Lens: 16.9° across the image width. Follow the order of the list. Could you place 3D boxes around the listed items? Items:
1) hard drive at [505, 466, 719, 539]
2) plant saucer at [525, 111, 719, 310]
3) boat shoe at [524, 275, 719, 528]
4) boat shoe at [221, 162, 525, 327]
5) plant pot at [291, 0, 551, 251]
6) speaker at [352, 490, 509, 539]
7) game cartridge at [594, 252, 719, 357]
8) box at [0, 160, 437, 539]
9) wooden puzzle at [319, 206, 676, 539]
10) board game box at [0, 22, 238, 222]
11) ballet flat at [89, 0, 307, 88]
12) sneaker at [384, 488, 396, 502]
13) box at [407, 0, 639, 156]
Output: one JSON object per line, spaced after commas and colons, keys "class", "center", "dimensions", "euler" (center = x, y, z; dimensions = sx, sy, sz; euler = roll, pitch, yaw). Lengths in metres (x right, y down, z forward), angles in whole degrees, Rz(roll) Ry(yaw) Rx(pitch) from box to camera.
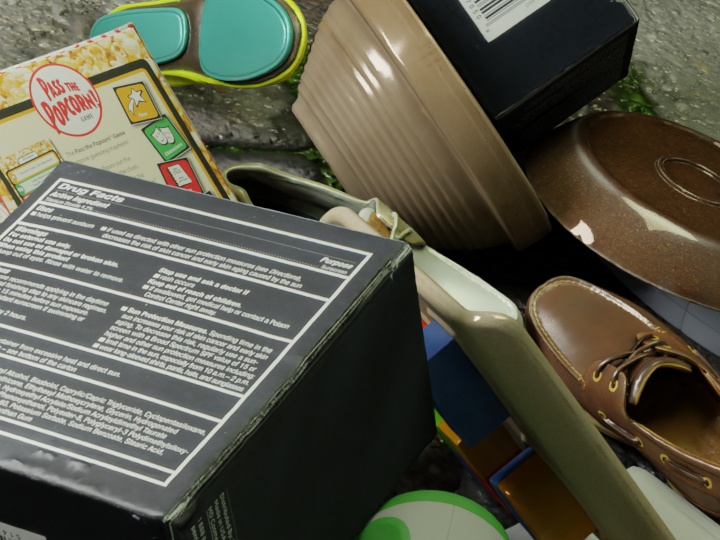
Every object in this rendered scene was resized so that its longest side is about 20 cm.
{"class": "hard drive", "center": [0.122, 0.172, 1.215], "dimensions": [0.200, 0.026, 0.132], "euler": [-21, 47, -42]}
{"class": "plant saucer", "center": [0.197, -0.041, 1.468], "dimensions": [0.200, 0.035, 0.200], "euler": [20, 26, -10]}
{"class": "boat shoe", "center": [0.162, 0.063, 1.330], "dimensions": [0.072, 0.068, 0.200], "euler": [-36, 55, -11]}
{"class": "boat shoe", "center": [0.000, 0.000, 1.374], "dimensions": [0.200, 0.068, 0.075], "euler": [19, 47, 11]}
{"class": "plant pot", "center": [0.024, -0.081, 1.460], "dimensions": [0.093, 0.201, 0.201], "euler": [-35, 44, 2]}
{"class": "speaker", "center": [0.019, 0.181, 1.043], "dimensions": [0.088, 0.089, 0.200], "euler": [16, 32, 1]}
{"class": "game cartridge", "center": [0.217, -0.017, 1.532], "dimensions": [0.133, 0.041, 0.200], "euler": [-5, 37, -34]}
{"class": "box", "center": [-0.100, 0.068, 1.087], "dimensions": [0.200, 0.123, 0.198], "euler": [14, 43, 29]}
{"class": "wooden puzzle", "center": [0.058, 0.068, 1.198], "dimensions": [0.046, 0.185, 0.200], "euler": [-41, 27, -9]}
{"class": "board game box", "center": [-0.132, -0.021, 1.292], "dimensions": [0.151, 0.046, 0.200], "euler": [-26, 84, -47]}
{"class": "ballet flat", "center": [-0.087, -0.144, 1.522], "dimensions": [0.067, 0.067, 0.200], "euler": [6, -2, -45]}
{"class": "sneaker", "center": [-0.044, 0.069, 1.236], "dimensions": [0.091, 0.076, 0.200], "euler": [-3, 52, -27]}
{"class": "box", "center": [0.086, -0.166, 1.505], "dimensions": [0.149, 0.107, 0.200], "euler": [55, 0, 6]}
